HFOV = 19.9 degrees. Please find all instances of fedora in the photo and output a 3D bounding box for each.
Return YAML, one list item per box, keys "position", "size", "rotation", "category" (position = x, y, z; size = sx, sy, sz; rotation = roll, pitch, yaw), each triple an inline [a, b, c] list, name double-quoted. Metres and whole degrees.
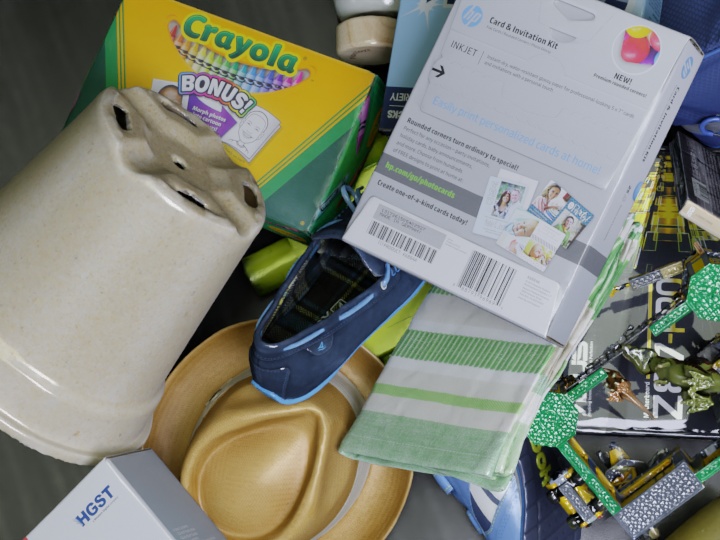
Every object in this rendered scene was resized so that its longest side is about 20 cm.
- position: [-0.061, 0.130, 1.375]
  size: [0.199, 0.082, 0.203]
  rotation: [1, 95, 7]
  category: "fedora"

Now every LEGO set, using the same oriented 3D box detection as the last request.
- position: [0.197, 0.072, 1.326]
  size: [0.154, 0.116, 0.200]
  rotation: [43, 103, -8]
  category: "LEGO set"

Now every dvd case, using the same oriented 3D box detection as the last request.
- position: [0.287, -0.013, 1.324]
  size: [0.199, 0.149, 0.016]
  rotation: [30, 110, -5]
  category: "dvd case"

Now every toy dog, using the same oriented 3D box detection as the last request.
- position: [0.059, -0.184, 1.440]
  size: [0.199, 0.096, 0.133]
  rotation: [21, 80, -10]
  category: "toy dog"

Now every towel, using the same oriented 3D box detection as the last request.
- position: [0.084, 0.044, 1.314]
  size: [0.023, 0.152, 0.201]
  rotation: [44, 66, -34]
  category: "towel"

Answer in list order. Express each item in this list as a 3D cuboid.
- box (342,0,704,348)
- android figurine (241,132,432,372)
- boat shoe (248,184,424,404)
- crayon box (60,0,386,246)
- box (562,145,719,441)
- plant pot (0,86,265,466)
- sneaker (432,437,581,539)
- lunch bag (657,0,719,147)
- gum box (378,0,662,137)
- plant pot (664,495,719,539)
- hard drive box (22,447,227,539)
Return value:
- position: [0.099, -0.076, 1.270]
  size: [0.155, 0.041, 0.201]
  rotation: [25, 90, 26]
  category: "box"
- position: [0.023, -0.011, 1.428]
  size: [0.199, 0.041, 0.183]
  rotation: [-28, 81, 1]
  category: "android figurine"
- position: [0.000, 0.000, 1.346]
  size: [0.084, 0.069, 0.201]
  rotation: [21, 61, 20]
  category: "boat shoe"
- position: [-0.091, -0.105, 1.416]
  size: [0.199, 0.058, 0.120]
  rotation: [21, 82, 18]
  category: "crayon box"
- position: [0.219, 0.016, 1.414]
  size: [0.160, 0.049, 0.202]
  rotation: [3, 84, 4]
  category: "box"
- position: [-0.165, -0.010, 1.325]
  size: [0.200, 0.200, 0.184]
  rotation: [45, 112, 7]
  category: "plant pot"
- position: [0.093, 0.134, 1.391]
  size: [0.082, 0.074, 0.202]
  rotation: [-5, 103, 40]
  category: "sneaker"
- position: [0.247, -0.181, 1.371]
  size: [0.135, 0.132, 0.202]
  rotation: [-19, 61, 41]
  category: "lunch bag"
- position: [0.111, -0.177, 1.334]
  size: [0.169, 0.045, 0.202]
  rotation: [5, 80, 24]
  category: "gum box"
- position: [0.224, 0.260, 1.321]
  size: [0.141, 0.200, 0.201]
  rotation: [-27, 82, 12]
  category: "plant pot"
- position: [-0.137, 0.241, 1.317]
  size: [0.156, 0.077, 0.200]
  rotation: [-46, 77, 13]
  category: "hard drive box"
